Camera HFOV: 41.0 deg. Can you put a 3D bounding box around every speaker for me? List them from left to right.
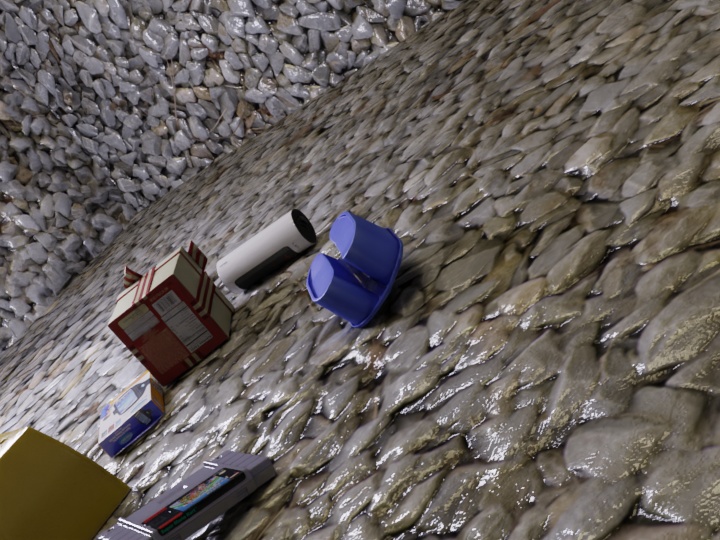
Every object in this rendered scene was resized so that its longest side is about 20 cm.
[{"bbox_3d":[-0.183,-0.038,1.887,0.199,0.081,0.081,-32,19,20],"label":"speaker"}]

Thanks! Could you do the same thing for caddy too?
[{"bbox_3d":[0.000,0.000,1.396,0.142,0.104,0.200,-60,16,9],"label":"caddy"}]

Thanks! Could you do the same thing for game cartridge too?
[{"bbox_3d":[-0.209,0.281,1.159,0.199,0.039,0.129,-31,7,-31],"label":"game cartridge"}]

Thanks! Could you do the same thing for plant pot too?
[{"bbox_3d":[-0.505,0.348,1.439,0.199,0.177,0.200,-20,27,47],"label":"plant pot"}]

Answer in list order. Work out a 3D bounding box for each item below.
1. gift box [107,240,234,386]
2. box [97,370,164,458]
[{"bbox_3d":[-0.351,0.065,1.794,0.184,0.201,0.187,-32,17,5],"label":"gift box"},{"bbox_3d":[-0.403,0.251,1.695,0.119,0.042,0.200,-40,15,-3],"label":"box"}]
